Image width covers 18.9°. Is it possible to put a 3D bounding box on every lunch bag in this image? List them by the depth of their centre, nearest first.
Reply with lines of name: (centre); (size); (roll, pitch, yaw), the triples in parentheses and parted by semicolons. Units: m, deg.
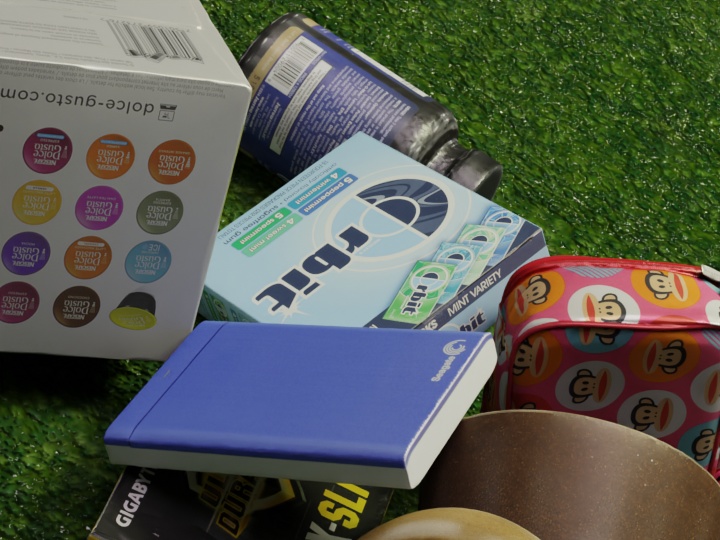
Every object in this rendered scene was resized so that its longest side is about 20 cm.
lunch bag: (0.168, 0.087, 1.380); (0.174, 0.201, 0.082); (3, 40, -6)

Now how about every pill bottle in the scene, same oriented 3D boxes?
pill bottle: (0.001, -0.095, 1.598); (0.199, 0.112, 0.112); (34, 38, 13)

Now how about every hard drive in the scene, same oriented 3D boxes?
hard drive: (-0.035, 0.075, 1.273); (0.198, 0.026, 0.132); (2, 31, 28)

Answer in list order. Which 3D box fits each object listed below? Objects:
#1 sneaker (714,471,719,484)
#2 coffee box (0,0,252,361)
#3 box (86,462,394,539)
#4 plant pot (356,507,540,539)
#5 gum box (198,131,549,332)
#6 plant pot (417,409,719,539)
sneaker: (0.239, 0.137, 1.484); (0.087, 0.074, 0.201); (17, 32, -10)
coffee box: (-0.204, -0.079, 1.365); (0.198, 0.199, 0.200); (5, 28, -23)
box: (-0.068, 0.144, 1.321); (0.159, 0.050, 0.201); (26, 36, -1)
plant pot: (0.036, 0.225, 1.165); (0.200, 0.200, 0.027); (51, 13, 32)
gum box: (0.000, 0.000, 1.425); (0.169, 0.045, 0.199); (-36, 39, -21)
plant pot: (0.104, 0.213, 1.234); (0.185, 0.187, 0.201); (20, 59, -6)
